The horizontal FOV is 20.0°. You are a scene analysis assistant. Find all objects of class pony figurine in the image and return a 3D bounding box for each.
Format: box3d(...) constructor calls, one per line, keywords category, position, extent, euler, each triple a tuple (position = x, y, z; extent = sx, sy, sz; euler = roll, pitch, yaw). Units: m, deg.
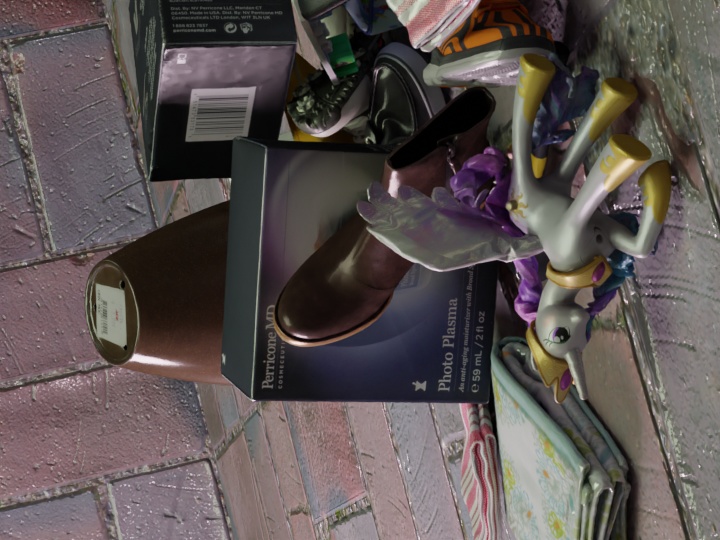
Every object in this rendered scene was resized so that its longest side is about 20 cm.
box3d(category="pony figurine", position=(0.116, -0.038, 1.330), extent=(0.193, 0.166, 0.200), euler=(48, 134, 39))

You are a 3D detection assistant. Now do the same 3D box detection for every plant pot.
box3d(category="plant pot", position=(-0.136, 0.026, 1.808), extent=(0.187, 0.200, 0.187), euler=(15, 109, 52))

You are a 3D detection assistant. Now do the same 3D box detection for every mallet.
box3d(category="mallet", position=(0.130, -0.072, 1.457), extent=(0.200, 0.041, 0.066), euler=(100, 154, -50))

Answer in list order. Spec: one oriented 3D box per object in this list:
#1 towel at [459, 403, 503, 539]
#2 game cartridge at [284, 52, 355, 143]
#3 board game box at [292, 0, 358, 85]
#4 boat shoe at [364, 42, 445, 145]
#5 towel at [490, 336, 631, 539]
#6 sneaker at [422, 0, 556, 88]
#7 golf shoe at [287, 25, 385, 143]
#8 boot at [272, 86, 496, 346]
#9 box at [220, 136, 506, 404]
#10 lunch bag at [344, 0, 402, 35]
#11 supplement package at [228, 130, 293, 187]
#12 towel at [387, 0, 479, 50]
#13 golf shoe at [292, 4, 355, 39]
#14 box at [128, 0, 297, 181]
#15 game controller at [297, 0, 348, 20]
box3d(category="towel", position=(0.095, 0.156, 1.735), extent=(0.200, 0.030, 0.147), euler=(-98, 3, -64))
box3d(category="game cartridge", position=(-0.008, -0.080, 1.838), extent=(0.176, 0.032, 0.200), euler=(36, -146, -57))
box3d(category="board game box", position=(-0.051, -0.266, 1.623), extent=(0.200, 0.026, 0.200), euler=(53, -160, -78))
box3d(category="boat shoe", position=(0.030, -0.094, 1.731), extent=(0.070, 0.066, 0.200), euler=(25, 136, 31))
box3d(category="towel", position=(0.150, 0.168, 1.561), extent=(0.200, 0.048, 0.171), euler=(-122, 24, -56))
box3d(category="sneaker", position=(0.084, -0.185, 1.411), extent=(0.200, 0.077, 0.112), euler=(-167, 78, -75))
box3d(category="golf shoe", position=(-0.002, -0.150, 1.776), extent=(0.088, 0.077, 0.200), euler=(61, -157, -16))
box3d(category="boot", position=(0.015, -0.040, 1.467), extent=(0.072, 0.200, 0.166), euler=(47, 164, 19))
box3d(category="box", position=(0.000, 0.000, 1.619), extent=(0.123, 0.198, 0.200), euler=(-152, 64, -74))
box3d(category="lunch bag", position=(0.015, -0.302, 1.622), extent=(0.161, 0.082, 0.200), euler=(96, 159, -55))
box3d(category="supplement package", position=(-0.039, -0.030, 1.958), extent=(0.110, 0.114, 0.200), euler=(5, -110, -66))
box3d(category="towel", position=(0.018, -0.256, 1.317), extent=(0.200, 0.030, 0.146), euler=(53, 145, 8))
box3d(category="golf shoe", position=(-0.064, -0.280, 1.948), extent=(0.078, 0.097, 0.200), euler=(150, 106, -75))
box3d(category="box", position=(-0.132, -0.214, 1.770), extent=(0.197, 0.117, 0.200), euler=(106, 157, -57))
box3d(category="game controller", position=(0.033, -0.237, 1.437), extent=(0.200, 0.042, 0.104), euler=(-22, 35, 49))
